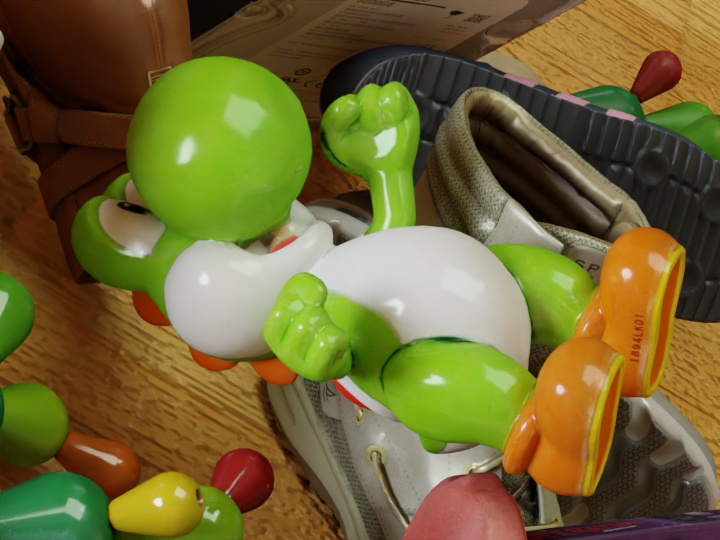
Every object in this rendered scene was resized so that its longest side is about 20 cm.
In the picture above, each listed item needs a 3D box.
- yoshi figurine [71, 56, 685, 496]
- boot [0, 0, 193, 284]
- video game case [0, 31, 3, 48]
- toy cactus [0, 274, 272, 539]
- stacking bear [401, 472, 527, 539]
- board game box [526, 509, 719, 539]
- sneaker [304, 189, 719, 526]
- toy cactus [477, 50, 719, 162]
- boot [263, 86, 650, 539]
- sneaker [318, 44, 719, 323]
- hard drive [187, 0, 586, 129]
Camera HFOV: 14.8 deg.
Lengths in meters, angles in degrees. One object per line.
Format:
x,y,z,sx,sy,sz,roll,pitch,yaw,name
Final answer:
-0.002,-0.009,0.889,0.199,0.112,0.112,17,-3,18,yoshi figurine
-0.115,-0.071,1.034,0.073,0.200,0.155,-16,91,-21,boot
-0.236,-0.047,0.814,0.182,0.200,0.024,38,-5,5,video game case
-0.127,0.055,0.856,0.200,0.102,0.165,37,41,-13,toy cactus
-0.042,0.131,0.817,0.199,0.114,0.122,3,36,-31,stacking bear
0.114,0.143,0.950,0.200,0.032,0.120,0,91,-44,board game box
0.061,0.027,1.078,0.200,0.075,0.082,38,34,6,sneaker
0.092,-0.059,1.222,0.165,0.102,0.200,32,41,14,toy cactus
0.056,0.052,0.967,0.072,0.155,0.200,-1,46,-43,boot
0.074,-0.041,1.106,0.200,0.070,0.082,26,1,-23,sneaker
0.001,-0.106,1.091,0.139,0.200,0.038,3,69,-41,hard drive
